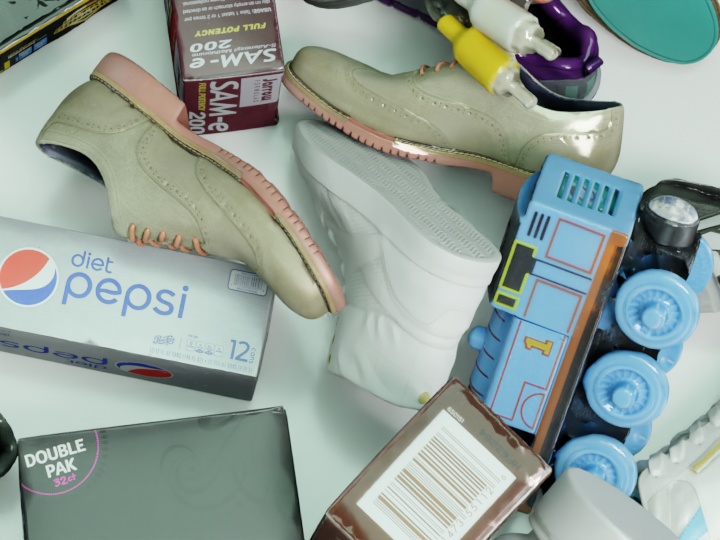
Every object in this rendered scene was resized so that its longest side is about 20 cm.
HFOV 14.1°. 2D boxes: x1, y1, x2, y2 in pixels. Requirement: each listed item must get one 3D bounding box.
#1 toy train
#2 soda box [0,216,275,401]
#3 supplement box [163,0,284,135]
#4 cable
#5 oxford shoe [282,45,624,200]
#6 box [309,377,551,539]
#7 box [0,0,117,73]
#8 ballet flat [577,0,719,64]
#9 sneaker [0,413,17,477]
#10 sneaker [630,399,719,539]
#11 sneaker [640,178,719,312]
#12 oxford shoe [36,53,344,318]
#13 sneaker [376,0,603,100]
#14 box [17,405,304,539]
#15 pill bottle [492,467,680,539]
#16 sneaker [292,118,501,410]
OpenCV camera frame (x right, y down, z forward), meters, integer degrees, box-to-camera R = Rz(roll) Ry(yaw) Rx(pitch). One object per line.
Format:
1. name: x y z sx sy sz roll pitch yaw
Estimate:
1. toy train: 0.116 0.039 1.572 0.114 0.087 0.201 21 119 5
2. soda box: -0.149 0.018 1.608 0.199 0.068 0.064 11 75 -2
3. supplement box: -0.085 -0.188 1.642 0.061 0.109 0.201 -8 77 -5
4. cable: 0.041 -0.165 1.608 0.199 0.050 0.097 27 93 29
5. oxford shoe: 0.054 -0.097 1.635 0.199 0.071 0.074 19 111 5
6. box: 0.029 0.131 1.528 0.075 0.200 0.100 43 78 3
7. box: -0.250 -0.203 1.664 0.159 0.049 0.200 -32 81 -13
8. ballet flat: 0.128 -0.191 1.671 0.200 0.072 0.068 29 112 -28
9. sneaker: -0.270 0.077 1.535 0.199 0.084 0.075 10 76 -37
10. sneaker: 0.194 0.115 1.608 0.081 0.077 0.201 27 76 -4
11. sneaker: 0.200 -0.017 1.632 0.199 0.067 0.091 -7 56 11
12. oxford shoe: -0.091 -0.030 1.564 0.074 0.071 0.200 -43 64 -13
13. sneaker: 0.061 -0.171 1.660 0.200 0.088 0.075 37 76 4
14. box: -0.100 0.187 1.543 0.148 0.124 0.201 -6 77 -6
15. pill bottle: 0.085 0.208 1.500 0.114 0.114 0.200 37 99 5
16. sneaker: 0.000 0.000 1.601 0.073 0.200 0.116 9 112 -28
